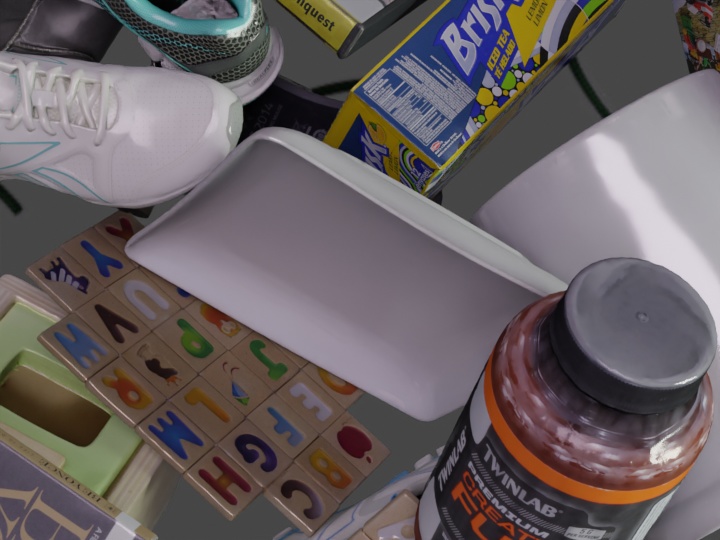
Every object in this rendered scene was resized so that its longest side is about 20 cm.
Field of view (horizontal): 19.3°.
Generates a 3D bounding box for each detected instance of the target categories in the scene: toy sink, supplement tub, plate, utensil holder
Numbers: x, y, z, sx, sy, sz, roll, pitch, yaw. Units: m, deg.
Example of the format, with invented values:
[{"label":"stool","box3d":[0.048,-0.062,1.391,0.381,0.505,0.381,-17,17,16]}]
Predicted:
[{"label":"toy sink","box3d":[-0.180,0.117,1.068,0.130,0.112,0.200,28,42,5]},{"label":"supplement tub","box3d":[0.097,0.081,0.985,0.107,0.200,0.107,8,50,-10]},{"label":"plate","box3d":[0.000,0.000,1.069,0.200,0.200,0.032,29,64,-15]},{"label":"utensil holder","box3d":[0.170,0.021,1.093,0.170,0.170,0.200,-32,82,-2]}]

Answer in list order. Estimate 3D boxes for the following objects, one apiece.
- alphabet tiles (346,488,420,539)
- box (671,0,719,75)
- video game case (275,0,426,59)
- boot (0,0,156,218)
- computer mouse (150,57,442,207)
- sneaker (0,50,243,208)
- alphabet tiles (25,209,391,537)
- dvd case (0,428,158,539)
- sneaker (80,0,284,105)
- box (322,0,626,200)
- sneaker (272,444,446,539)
[{"label":"alphabet tiles","box3d":[0.039,0.230,1.109,0.200,0.008,0.167,43,113,-7]},{"label":"box","box3d":[0.232,-0.113,1.070,0.038,0.200,0.137,-23,108,-20]},{"label":"video game case","box3d":[-0.027,-0.209,1.124,0.181,0.200,0.026,41,127,5]},{"label":"boot","box3d":[-0.131,-0.150,1.154,0.182,0.073,0.200,35,85,21]},{"label":"computer mouse","box3d":[-0.040,-0.067,1.170,0.200,0.053,0.139,30,87,17]},{"label":"sneaker","box3d":[-0.158,-0.075,1.061,0.200,0.080,0.071,1,73,17]},{"label":"alphabet tiles","box3d":[-0.077,0.049,1.109,0.200,0.166,0.006,42,121,5]},{"label":"dvd case","box3d":[-0.215,0.130,1.000,0.200,0.016,0.149,34,103,4]},{"label":"sneaker","box3d":[-0.122,-0.165,1.073,0.200,0.091,0.078,33,78,2]},{"label":"box","box3d":[0.070,-0.117,1.122,0.064,0.070,0.200,43,61,5]},{"label":"sneaker","box3d":[0.005,0.151,1.124,0.200,0.087,0.075,-36,86,-1]}]
